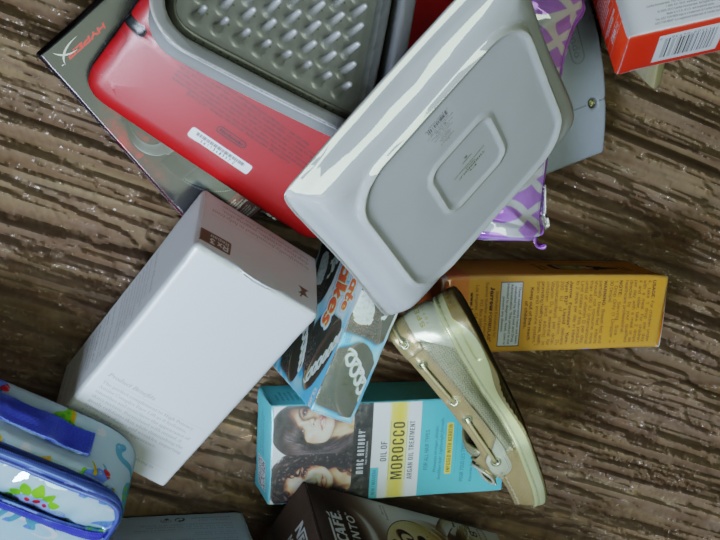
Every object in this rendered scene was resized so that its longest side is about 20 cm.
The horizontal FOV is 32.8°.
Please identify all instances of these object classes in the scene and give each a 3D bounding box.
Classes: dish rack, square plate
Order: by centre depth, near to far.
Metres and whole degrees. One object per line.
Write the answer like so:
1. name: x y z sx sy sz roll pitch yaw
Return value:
1. dish rack: -0.045 -0.184 0.753 0.171 0.043 0.202 24 61 -27
2. square plate: 0.059 -0.073 0.777 0.200 0.028 0.198 -48 150 -4

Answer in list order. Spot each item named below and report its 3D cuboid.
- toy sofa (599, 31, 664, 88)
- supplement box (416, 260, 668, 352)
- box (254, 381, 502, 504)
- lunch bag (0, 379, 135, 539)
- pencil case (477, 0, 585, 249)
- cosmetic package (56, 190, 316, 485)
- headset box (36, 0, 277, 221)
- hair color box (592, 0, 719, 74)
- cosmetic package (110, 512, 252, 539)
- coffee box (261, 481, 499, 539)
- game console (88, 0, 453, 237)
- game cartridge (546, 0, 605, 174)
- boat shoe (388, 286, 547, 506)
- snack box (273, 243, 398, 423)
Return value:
1. toy sofa: 0.274 -0.248 0.961 0.199 0.083 0.098 -37 69 -7
2. supplement box: 0.146 0.028 0.989 0.198 0.067 0.070 -2 103 -16
3. box: 0.017 0.135 0.980 0.198 0.049 0.083 -1 102 -18
4. lunch bag: -0.266 0.145 0.843 0.199 0.083 0.161 28 125 -19
5. pencil case: 0.112 -0.115 0.899 0.085 0.084 0.202 11 102 16
6. cosmetic package: -0.125 0.052 0.861 0.101 0.074 0.200 32 118 -22
7. headset box: -0.107 -0.126 0.870 0.149 0.077 0.200 -42 109 -5
8. hair color box: 0.210 -0.254 0.890 0.100 0.061 0.202 -12 73 0
9. cosmetic package: -0.130 0.311 0.892 0.122 0.200 0.202 0 101 -17
10. coffee box: 0.029 0.251 0.950 0.199 0.113 0.080 21 119 -30
11. game console: -0.054 -0.153 0.832 0.199 0.119 0.172 33 120 -20
12. game cartridge: 0.120 -0.172 0.954 0.132 0.041 0.202 -22 107 -16
13. boat shoe: 0.085 0.106 0.929 0.063 0.073 0.202 -25 121 5
14. snack box: 0.000 0.000 0.909 0.037 0.116 0.202 21 95 -22
